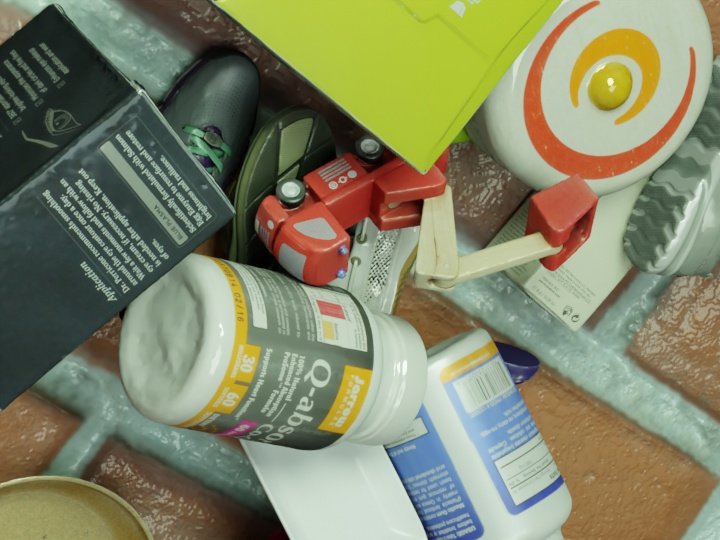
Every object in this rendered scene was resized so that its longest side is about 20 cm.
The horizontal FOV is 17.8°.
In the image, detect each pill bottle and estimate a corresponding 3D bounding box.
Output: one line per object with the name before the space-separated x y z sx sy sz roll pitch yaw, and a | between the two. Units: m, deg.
pill bottle | -0.057 0.060 1.573 0.200 0.116 0.117 14 105 -40
pill bottle | 0.087 0.154 1.702 0.112 0.112 0.200 -27 91 -11

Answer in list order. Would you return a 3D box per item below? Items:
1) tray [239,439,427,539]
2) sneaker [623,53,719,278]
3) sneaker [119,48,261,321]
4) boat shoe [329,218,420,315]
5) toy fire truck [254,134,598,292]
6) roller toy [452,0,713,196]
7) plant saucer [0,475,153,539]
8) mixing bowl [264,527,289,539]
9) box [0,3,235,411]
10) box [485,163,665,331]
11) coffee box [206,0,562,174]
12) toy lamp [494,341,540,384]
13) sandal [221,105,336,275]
tray | -0.037 0.131 1.654 0.107 0.022 0.200 -24 86 -37
sneaker | 0.269 -0.083 1.677 0.082 0.075 0.200 16 114 -38
sneaker | -0.117 -0.054 1.593 0.074 0.088 0.200 24 100 -30
boat shoe | 0.000 0.000 1.686 0.069 0.071 0.200 19 112 -2
toy fire truck | 0.045 -0.033 1.562 0.200 0.141 0.049 -30 153 -21
roller toy | 0.152 -0.153 1.634 0.182 0.140 0.200 21 104 -32
plant saucer | -0.246 0.234 1.687 0.200 0.035 0.201 -9 114 -21
mixing bowl | -0.034 0.252 1.714 0.200 0.200 0.109 -36 101 -6
box | -0.215 -0.046 1.491 0.200 0.197 0.118 -39 122 -4
box | 0.189 -0.058 1.730 0.200 0.082 0.068 -48 120 3
coffee box | 0.002 -0.221 1.511 0.200 0.198 0.200 38 93 -31
toy lamp | 0.090 0.157 1.790 0.058 0.058 0.201 9 108 -26
sandal | -0.070 -0.036 1.624 0.080 0.057 0.201 -21 143 -31
